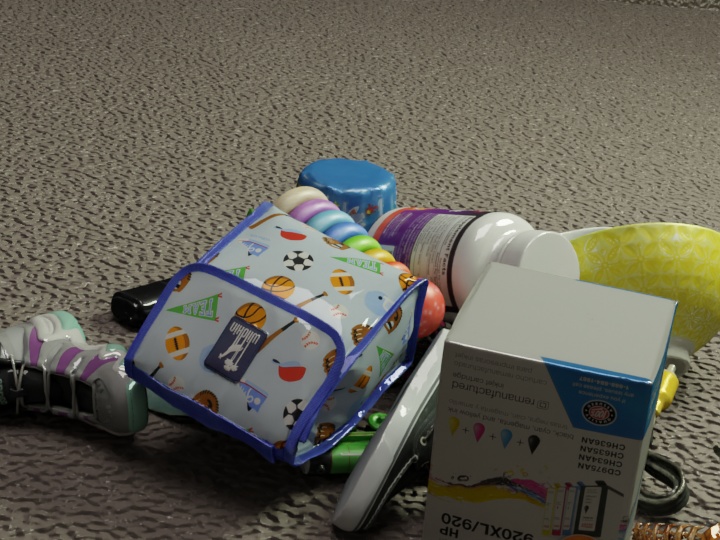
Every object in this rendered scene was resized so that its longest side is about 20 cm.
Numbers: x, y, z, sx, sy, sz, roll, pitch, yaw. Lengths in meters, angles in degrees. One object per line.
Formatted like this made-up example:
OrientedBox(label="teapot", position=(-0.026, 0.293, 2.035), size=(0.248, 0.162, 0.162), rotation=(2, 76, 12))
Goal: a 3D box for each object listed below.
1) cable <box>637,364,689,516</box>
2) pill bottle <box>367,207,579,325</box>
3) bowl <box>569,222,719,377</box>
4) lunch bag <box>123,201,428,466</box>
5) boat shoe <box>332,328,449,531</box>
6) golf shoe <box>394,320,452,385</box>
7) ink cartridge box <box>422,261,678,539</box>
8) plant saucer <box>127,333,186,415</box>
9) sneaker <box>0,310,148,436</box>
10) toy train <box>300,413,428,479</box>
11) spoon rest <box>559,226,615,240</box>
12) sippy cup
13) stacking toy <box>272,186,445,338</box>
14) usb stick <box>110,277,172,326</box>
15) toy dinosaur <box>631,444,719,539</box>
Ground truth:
OrientedBox(label="cable", position=(0.228, 0.138, 1.271), size=(0.097, 0.050, 0.200), rotation=(-8, 22, 11))
OrientedBox(label="pill bottle", position=(0.102, -0.001, 1.386), size=(0.111, 0.112, 0.200), rotation=(-13, 13, -39))
OrientedBox(label="bowl", position=(0.264, 0.046, 1.408), size=(0.200, 0.200, 0.108), rotation=(1, 65, -11))
OrientedBox(label="lunch bag", position=(-0.066, 0.055, 1.197), size=(0.170, 0.124, 0.200), rotation=(26, 45, 21))
OrientedBox(label="boat shoe", position=(0.045, 0.130, 1.173), size=(0.057, 0.069, 0.200), rotation=(34, 55, 0))
OrientedBox(label="golf shoe", position=(0.024, 0.058, 1.397), size=(0.200, 0.073, 0.092), rotation=(11, 23, 12))
OrientedBox(label="ink cartridge box", position=(0.135, 0.123, 1.084), size=(0.147, 0.200, 0.145), rotation=(11, 26, 13))
OrientedBox(label="plant saucer", position=(-0.123, 0.053, 1.335), size=(0.201, 0.039, 0.201), rotation=(-10, 32, 6))
OrientedBox(label="sneaker", position=(-0.272, 0.099, 1.237), size=(0.140, 0.078, 0.200), rotation=(-14, 21, -33))
OrientedBox(label="toy train", position=(0.037, 0.146, 1.229), size=(0.200, 0.042, 0.056), rotation=(0, 33, -14))
OrientedBox(label="spoon rest", position=(0.194, -0.005, 1.490), size=(0.200, 0.099, 0.061), rotation=(-7, 59, 9))
OrientedBox(label="sippy cup", position=(-0.018, -0.039, 1.496), size=(0.178, 0.131, 0.140), rotation=(-18, 32, -42))
OrientedBox(label="stacking toy", position=(0.000, 0.000, 1.354), size=(0.085, 0.086, 0.200), rotation=(-16, 38, -43))
OrientedBox(label="usb stick", position=(-0.162, 0.019, 1.509), size=(0.200, 0.033, 0.055), rotation=(-16, 23, -42))
OrientedBox(label="toy dinosaur", position=(0.313, 0.187, 1.124), size=(0.200, 0.102, 0.136), rotation=(11, 37, 4))
